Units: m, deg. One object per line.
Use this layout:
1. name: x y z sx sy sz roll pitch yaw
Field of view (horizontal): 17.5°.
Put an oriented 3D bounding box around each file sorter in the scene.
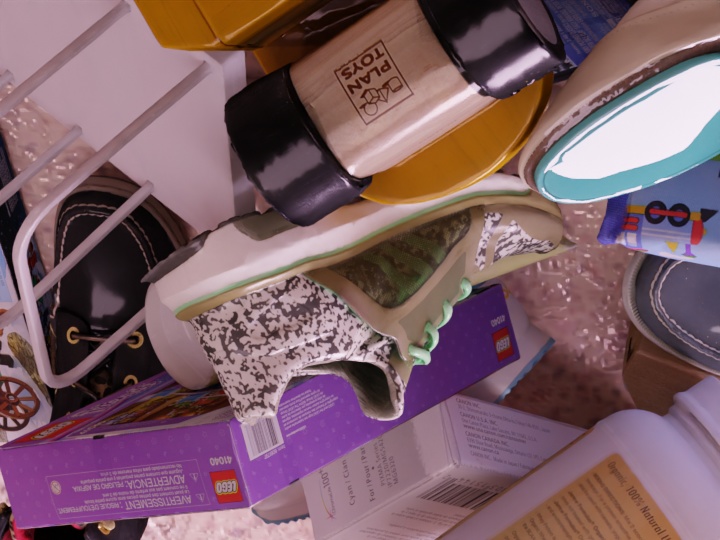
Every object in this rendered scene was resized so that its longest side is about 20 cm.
1. file sorter: -0.158 -0.067 0.979 0.200 0.124 0.139 37 155 21

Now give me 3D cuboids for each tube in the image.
1. tube: 0.000 0.000 1.017 0.052 0.199 0.058 -35 78 52

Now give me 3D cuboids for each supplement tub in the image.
1. supplement tub: 0.108 0.153 1.028 0.199 0.145 0.145 -35 117 0

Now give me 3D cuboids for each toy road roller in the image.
1. toy road roller: -0.006 -0.120 0.887 0.123 0.146 0.201 -32 87 16

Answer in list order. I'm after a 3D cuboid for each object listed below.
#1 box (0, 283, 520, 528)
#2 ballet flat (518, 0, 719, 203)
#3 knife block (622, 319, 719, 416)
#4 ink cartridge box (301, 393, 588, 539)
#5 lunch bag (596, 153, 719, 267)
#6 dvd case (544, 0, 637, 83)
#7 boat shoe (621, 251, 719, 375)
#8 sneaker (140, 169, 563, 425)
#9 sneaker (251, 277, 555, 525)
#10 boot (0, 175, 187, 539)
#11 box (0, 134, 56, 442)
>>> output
1. box: -0.040 0.057 1.010 0.136 0.200 0.039 -9 99 39
2. ballet flat: 0.145 -0.090 0.862 0.199 0.070 0.070 -24 120 13
3. knife block: 0.238 0.075 1.110 0.175 0.064 0.201 -17 122 24
4. ink cartridge box: 0.044 0.132 1.151 0.176 0.045 0.199 -35 145 32
5. lunch bag: 0.200 -0.038 0.971 0.150 0.200 0.095 9 89 21
6. dvd case: 0.019 -0.124 0.989 0.199 0.018 0.143 -13 131 45
7. boat shoe: 0.217 0.025 1.051 0.199 0.062 0.073 16 91 -13
8. sneaker: 0.006 0.016 0.940 0.077 0.199 0.089 -23 81 53
9. sneaker: 0.005 0.057 1.154 0.200 0.076 0.081 -38 93 35
10. boot: -0.131 0.071 1.138 0.073 0.151 0.201 9 130 6
11. box: -0.231 0.001 1.181 0.136 0.038 0.201 -2 127 15
